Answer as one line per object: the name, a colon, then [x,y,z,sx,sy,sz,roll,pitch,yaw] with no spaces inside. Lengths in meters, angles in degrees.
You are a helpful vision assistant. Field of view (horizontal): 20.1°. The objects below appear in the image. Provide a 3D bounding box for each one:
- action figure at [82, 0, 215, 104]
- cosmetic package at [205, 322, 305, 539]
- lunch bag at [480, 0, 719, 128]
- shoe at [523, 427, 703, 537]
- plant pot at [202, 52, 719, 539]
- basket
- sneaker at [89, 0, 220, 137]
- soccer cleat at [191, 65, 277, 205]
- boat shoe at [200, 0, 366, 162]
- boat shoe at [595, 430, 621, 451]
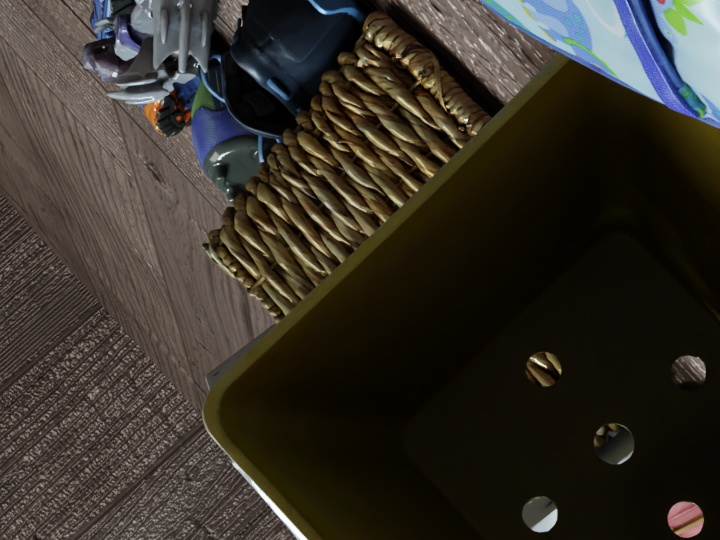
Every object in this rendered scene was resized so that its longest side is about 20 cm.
action figure: [-0.099,-0.141,0.990,0.069,0.131,0.200,12,174,-5]
cosmetic package: [0.005,0.140,1.432,0.200,0.123,0.199,53,-179,-18]
lunch bag: [0.052,-0.132,0.494,0.161,0.082,0.200,35,164,42]
shoe: [0.121,0.145,0.995,0.091,0.071,0.200,45,129,-2]
plant pot: [0.093,0.060,0.745,0.200,0.200,0.176,46,-179,11]
basket: [0.058,-0.006,0.957,0.200,0.149,0.143,45,-157,17]
sneaker: [-0.130,-0.146,1.197,0.078,0.075,0.200,49,168,15]
soccer cleat: [-0.059,-0.063,1.277,0.200,0.064,0.084,63,-168,-66]
boat shoe: [-0.044,-0.101,1.001,0.084,0.069,0.200,45,172,12]
boat shoe: [0.102,0.097,1.062,0.200,0.072,0.066,39,161,-19]
